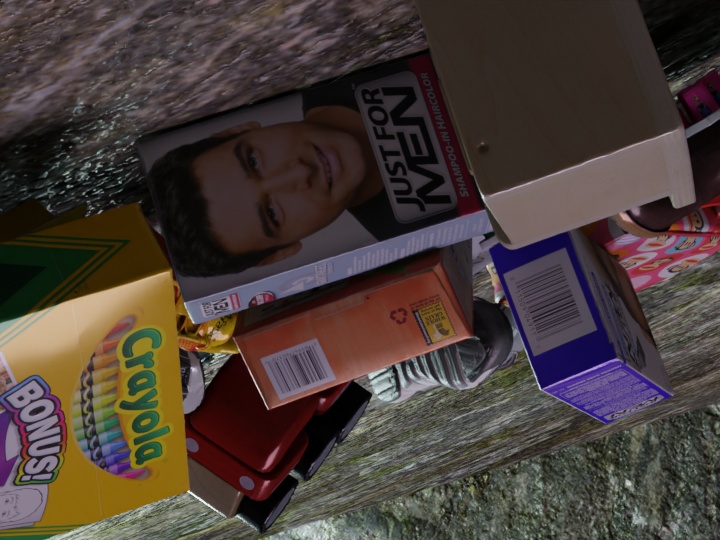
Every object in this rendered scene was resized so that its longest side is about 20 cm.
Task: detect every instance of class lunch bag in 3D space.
[{"bbox_3d":[0.203,-0.030,1.636,0.176,0.082,0.200,-26,165,29],"label":"lunch bag"}]

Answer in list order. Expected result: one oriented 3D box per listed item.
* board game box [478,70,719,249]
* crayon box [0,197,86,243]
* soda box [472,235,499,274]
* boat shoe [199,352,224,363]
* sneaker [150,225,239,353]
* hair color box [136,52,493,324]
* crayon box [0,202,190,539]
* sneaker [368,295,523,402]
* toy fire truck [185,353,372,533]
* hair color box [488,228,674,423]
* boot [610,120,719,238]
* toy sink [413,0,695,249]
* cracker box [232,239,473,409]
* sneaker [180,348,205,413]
[{"bbox_3d":[0.185,-0.096,1.307,0.200,0.026,0.200,-29,-176,42],"label":"board game box"},{"bbox_3d":[-0.225,0.043,1.207,0.127,0.051,0.200,-31,151,-36],"label":"crayon box"},{"bbox_3d":[0.047,-0.021,1.493,0.068,0.064,0.200,-11,165,-31],"label":"soda box"},{"bbox_3d":[-0.100,0.021,1.479,0.091,0.071,0.200,-19,174,-39],"label":"boat shoe"},{"bbox_3d":[-0.114,0.012,1.238,0.077,0.073,0.200,23,-176,19],"label":"sneaker"},{"bbox_3d":[-0.017,-0.050,1.187,0.200,0.099,0.061,-18,168,-4],"label":"hair color box"},{"bbox_3d":[-0.186,0.071,1.138,0.172,0.058,0.200,-17,142,-15],"label":"crayon box"},{"bbox_3d":[0.088,0.045,1.541,0.115,0.075,0.200,-14,177,-26],"label":"sneaker"},{"bbox_3d":[-0.030,0.069,1.454,0.176,0.129,0.200,-46,166,-48],"label":"toy fire truck"},{"bbox_3d":[0.161,0.039,1.491,0.065,0.110,0.200,-23,164,12],"label":"hair color box"},{"bbox_3d":[0.261,-0.099,1.454,0.166,0.072,0.200,-37,169,33],"label":"boot"},{"bbox_3d":[0.101,-0.093,1.100,0.112,0.131,0.200,-20,169,7],"label":"toy sink"},{"bbox_3d":[0.000,0.000,1.305,0.134,0.058,0.200,-20,-158,12],"label":"cracker box"},{"bbox_3d":[-0.170,0.077,1.415,0.086,0.080,0.200,-13,164,-28],"label":"sneaker"}]
